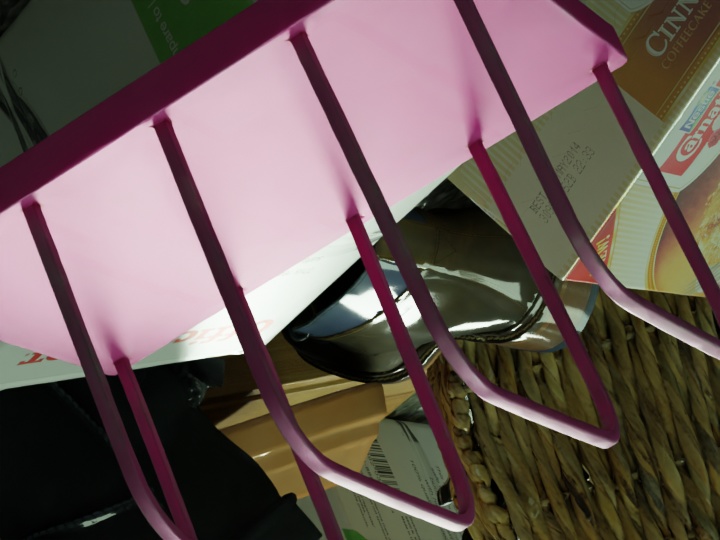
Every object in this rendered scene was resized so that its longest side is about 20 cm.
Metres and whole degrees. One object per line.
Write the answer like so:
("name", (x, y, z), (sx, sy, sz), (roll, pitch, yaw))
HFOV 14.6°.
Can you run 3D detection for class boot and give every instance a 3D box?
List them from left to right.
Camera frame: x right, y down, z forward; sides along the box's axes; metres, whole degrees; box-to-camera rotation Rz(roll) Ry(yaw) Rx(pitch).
("boot", (-0.126, 0.085, 1.001), (0.198, 0.163, 0.073), (-39, 177, -24))
("boot", (0.000, 0.000, 1.142), (0.097, 0.075, 0.200), (15, 164, -32))

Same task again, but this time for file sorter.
("file sorter", (-0.010, 0.013, 0.807), (0.200, 0.126, 0.139), (-31, 157, 17))

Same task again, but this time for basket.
("basket", (0.102, 0.067, 1.246), (0.142, 0.201, 0.149), (-15, 174, -5))

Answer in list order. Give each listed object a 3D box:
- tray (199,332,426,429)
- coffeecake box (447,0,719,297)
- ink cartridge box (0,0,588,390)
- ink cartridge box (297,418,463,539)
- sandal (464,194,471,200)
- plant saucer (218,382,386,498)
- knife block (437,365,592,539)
("tray", (-0.056, 0.061, 1.295), (0.199, 0.037, 0.099), (-8, 155, -42))
("coffeecake box", (0.138, -0.071, 1.047), (0.154, 0.073, 0.200), (-56, 153, 16))
("ink cartridge box", (-0.044, -0.050, 0.918), (0.145, 0.084, 0.200), (-7, 154, -44))
("ink cartridge box", (0.008, 0.158, 1.472), (0.084, 0.146, 0.200), (-30, 161, 20))
("sandal", (0.058, -0.052, 1.102), (0.082, 0.055, 0.200), (-31, 162, 16))
("plant saucer", (-0.080, 0.095, 1.162), (0.199, 0.038, 0.200), (-19, 177, -1))
("knife block", (0.121, 0.077, 1.345), (0.199, 0.176, 0.064), (-12, 165, -37))
